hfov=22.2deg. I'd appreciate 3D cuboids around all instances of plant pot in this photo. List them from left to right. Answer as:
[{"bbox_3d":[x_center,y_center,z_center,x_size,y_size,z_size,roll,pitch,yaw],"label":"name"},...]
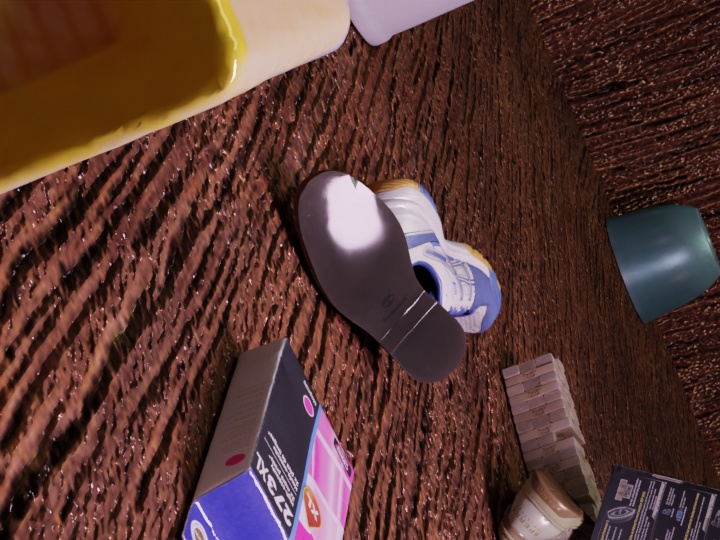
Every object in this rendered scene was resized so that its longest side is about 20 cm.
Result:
[{"bbox_3d":[0.547,-0.026,3.272,0.201,0.161,0.201,-20,90,-77],"label":"plant pot"}]

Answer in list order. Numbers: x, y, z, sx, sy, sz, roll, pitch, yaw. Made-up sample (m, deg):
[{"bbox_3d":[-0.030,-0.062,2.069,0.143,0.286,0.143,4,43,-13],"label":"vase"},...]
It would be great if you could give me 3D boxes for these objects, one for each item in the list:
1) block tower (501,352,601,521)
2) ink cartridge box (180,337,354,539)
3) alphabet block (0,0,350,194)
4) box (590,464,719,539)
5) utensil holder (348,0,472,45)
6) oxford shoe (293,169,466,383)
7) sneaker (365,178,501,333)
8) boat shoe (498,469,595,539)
[{"bbox_3d":[0.186,0.175,1.752,0.058,0.054,0.200,51,22,-56],"label":"block tower"},{"bbox_3d":[-0.045,0.120,0.956,0.200,0.037,0.095,-74,141,-65],"label":"ink cartridge box"},{"bbox_3d":[-0.135,-0.125,0.618,0.200,0.195,0.197,-53,120,-76],"label":"alphabet block"},{"bbox_3d":[0.263,0.271,1.534,0.044,0.160,0.200,82,25,-50],"label":"box"},{"bbox_3d":[0.071,-0.325,1.721,0.170,0.200,0.170,-20,90,-76],"label":"utensil holder"},{"bbox_3d":[0.000,0.000,1.287,0.071,0.071,0.200,40,-13,50],"label":"oxford shoe"},{"bbox_3d":[0.049,0.013,1.443,0.200,0.075,0.088,44,39,-48],"label":"sneaker"},{"bbox_3d":[0.158,0.216,1.591,0.073,0.063,0.200,46,2,21],"label":"boat shoe"}]
